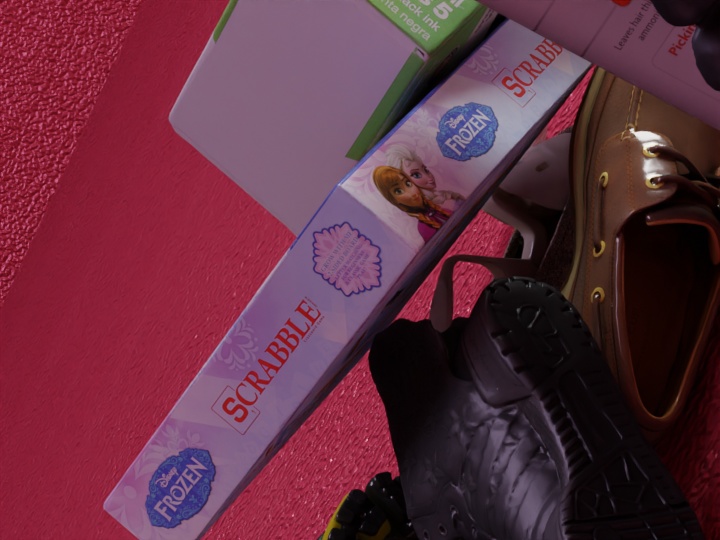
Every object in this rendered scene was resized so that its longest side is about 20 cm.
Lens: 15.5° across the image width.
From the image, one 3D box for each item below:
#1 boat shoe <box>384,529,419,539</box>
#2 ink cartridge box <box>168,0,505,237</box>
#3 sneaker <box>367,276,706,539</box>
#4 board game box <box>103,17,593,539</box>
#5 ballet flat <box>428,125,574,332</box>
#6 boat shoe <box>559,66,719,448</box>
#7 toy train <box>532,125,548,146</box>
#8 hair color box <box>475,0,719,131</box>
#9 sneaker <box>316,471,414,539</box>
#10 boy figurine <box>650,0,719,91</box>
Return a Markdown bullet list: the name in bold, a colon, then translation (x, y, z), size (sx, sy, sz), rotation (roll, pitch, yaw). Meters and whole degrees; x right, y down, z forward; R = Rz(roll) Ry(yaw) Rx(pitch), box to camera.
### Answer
- **boat shoe**: translation (0.038, 0.121, 1.090), size (0.200, 0.060, 0.074), rotation (-63, 15, 1)
- **ink cartridge box**: translation (0.027, -0.128, 1.102), size (0.200, 0.084, 0.146), rotation (-46, -6, -36)
- **sneaker**: translation (0.061, 0.083, 0.980), size (0.104, 0.060, 0.200), rotation (-59, 42, 44)
- **board game box**: translation (0.000, 0.000, 1.064), size (0.200, 0.041, 0.200), rotation (-53, -4, 37)
- **ballet flat**: translation (0.074, -0.005, 1.171), size (0.200, 0.067, 0.068), rotation (-67, 15, -15)
- **boat shoe**: translation (0.120, -0.018, 1.036), size (0.068, 0.072, 0.200), rotation (-23, 49, 62)
- **toy train**: translation (0.096, -0.133, 1.271), size (0.056, 0.150, 0.200), rotation (36, 110, 42)
- **hair color box**: translation (0.114, -0.121, 0.958), size (0.102, 0.200, 0.061), rotation (-57, 16, 24)
- **sneaker**: translation (-0.016, 0.190, 1.164), size (0.200, 0.078, 0.085), rotation (-62, 4, -32)
- **boy figurine**: translation (0.191, -0.084, 0.815), size (0.200, 0.124, 0.064), rotation (11, 60, 43)
